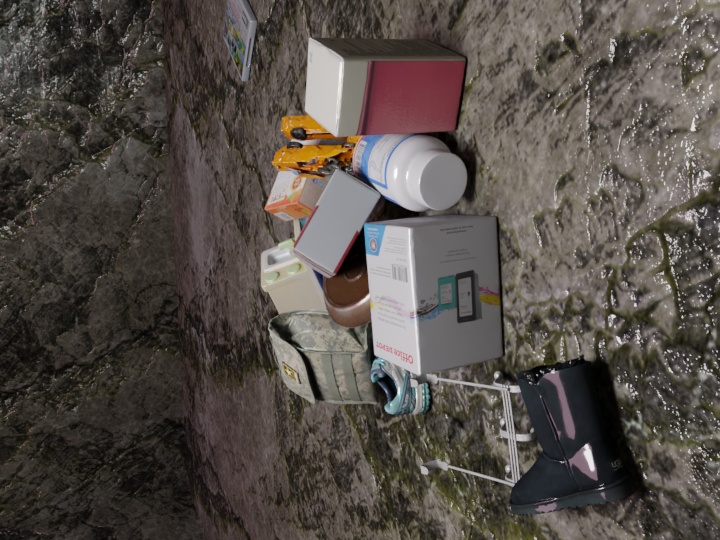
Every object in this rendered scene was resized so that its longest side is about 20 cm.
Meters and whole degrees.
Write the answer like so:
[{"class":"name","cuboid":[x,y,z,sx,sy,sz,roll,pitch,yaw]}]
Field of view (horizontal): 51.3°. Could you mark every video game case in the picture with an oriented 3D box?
[{"class":"video game case","cuboid":[-0.320,-0.637,1.980,0.184,0.022,0.202,111,142,-47]}]

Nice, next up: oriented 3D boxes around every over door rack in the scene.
[{"class":"over door rack","cuboid":[0.169,0.223,1.075,0.198,0.066,0.150,-5,94,45]}]

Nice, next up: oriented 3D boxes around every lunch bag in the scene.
[{"class":"lunch bag","cuboid":[-0.068,0.160,1.378,0.119,0.196,0.166,-80,-14,-44]}]

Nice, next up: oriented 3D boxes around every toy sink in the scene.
[{"class":"toy sink","cuboid":[-0.137,0.013,1.541,0.131,0.110,0.202,-103,-8,-55]}]

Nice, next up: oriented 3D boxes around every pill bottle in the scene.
[{"class":"pill bottle","cuboid":[0.075,-0.153,1.135,0.200,0.111,0.114,-144,51,-58]}]

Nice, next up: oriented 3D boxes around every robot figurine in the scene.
[{"class":"robot figurine","cuboid":[-0.054,-0.225,1.339,0.058,0.197,0.147,50,-133,-63]}]

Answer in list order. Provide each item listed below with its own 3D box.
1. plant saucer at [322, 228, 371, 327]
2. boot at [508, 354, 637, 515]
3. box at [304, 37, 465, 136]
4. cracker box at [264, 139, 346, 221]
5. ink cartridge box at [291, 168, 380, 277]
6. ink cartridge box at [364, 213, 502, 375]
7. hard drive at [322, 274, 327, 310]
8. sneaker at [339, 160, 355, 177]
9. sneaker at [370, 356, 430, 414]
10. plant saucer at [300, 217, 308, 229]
[{"class":"plant saucer","cuboid":[0.000,0.000,1.310,0.199,0.034,0.203,-26,48,33]},{"class":"boot","cuboid":[0.235,0.205,0.927,0.200,0.075,0.171,-38,66,55]},{"class":"box","cuboid":[0.033,-0.267,1.085,0.128,0.197,0.111,-132,42,-52]},{"class":"cracker box","cuboid":[-0.100,-0.201,1.443,0.133,0.057,0.203,-4,63,56]},{"class":"ink cartridge box","cuboid":[-0.045,-0.070,1.233,0.147,0.082,0.200,-61,3,-4]},{"class":"ink cartridge box","cuboid":[0.104,0.028,1.084,0.146,0.144,0.204,14,110,64]},{"class":"hard drive","cuboid":[-0.053,0.020,1.488,0.132,0.025,0.204,57,-154,-77]},{"class":"sneaker","cuboid":[-0.048,-0.155,1.488,0.200,0.072,0.078,144,139,-62]},{"class":"sneaker","cuboid":[0.056,0.154,1.305,0.078,0.085,0.203,127,130,-57]},{"class":"plant saucer","cuboid":[-0.099,-0.110,1.476,0.202,0.019,0.070,-105,30,-43]}]
